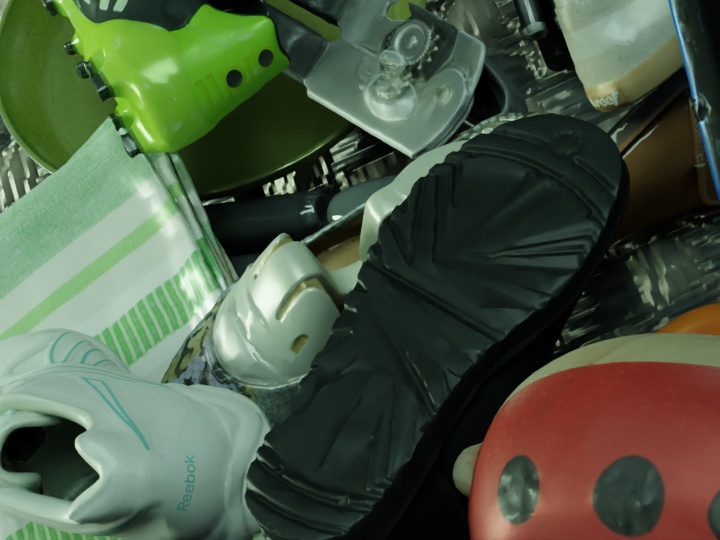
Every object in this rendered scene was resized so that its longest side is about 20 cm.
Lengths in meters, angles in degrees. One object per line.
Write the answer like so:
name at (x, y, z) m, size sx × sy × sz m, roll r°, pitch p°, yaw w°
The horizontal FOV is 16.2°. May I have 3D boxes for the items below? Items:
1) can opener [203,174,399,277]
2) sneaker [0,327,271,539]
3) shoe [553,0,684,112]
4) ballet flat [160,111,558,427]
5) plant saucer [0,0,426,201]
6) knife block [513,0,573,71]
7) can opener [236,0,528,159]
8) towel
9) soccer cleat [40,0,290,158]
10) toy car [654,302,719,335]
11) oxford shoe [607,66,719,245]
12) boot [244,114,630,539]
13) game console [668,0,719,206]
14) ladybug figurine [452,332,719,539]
can opener at (-0.031, -0.014, 1.042) m, size 0.199 × 0.067 × 0.053 m, roll -9°, pitch 55°, yaw 21°
sneaker at (-0.117, 0.059, 0.942) m, size 0.200 × 0.080 × 0.071 m, roll 6°, pitch 91°, yaw 52°
shoe at (0.146, -0.140, 0.994) m, size 0.200 × 0.053 × 0.070 m, roll -43°, pitch 10°, yaw -30°
ballet flat at (0.000, 0.000, 0.939) m, size 0.199 × 0.072 × 0.072 m, roll -31°, pitch 54°, yaw 1°
plant saucer at (-0.064, -0.103, 1.117) m, size 0.198 × 0.031 × 0.201 m, roll -9°, pitch 52°, yaw 12°
knife block at (0.072, -0.179, 1.104) m, size 0.199 × 0.064 × 0.176 m, roll 25°, pitch 69°, yaw 30°
can opener at (-0.012, -0.098, 1.053) m, size 0.200 × 0.067 × 0.054 m, roll 34°, pitch 94°, yaw 43°
towel at (-0.102, 0.051, 1.016) m, size 0.152 × 0.023 × 0.201 m, roll -38°, pitch 61°, yaw 15°
soccer cleat at (-0.085, -0.110, 1.038) m, size 0.081 × 0.068 × 0.200 m, roll -28°, pitch 35°, yaw -6°
toy car at (0.175, 0.076, 0.854) m, size 0.199 × 0.150 × 0.176 m, roll 23°, pitch 69°, yaw 30°
oxford shoe at (0.140, -0.047, 1.001) m, size 0.200 × 0.071 × 0.071 m, roll -40°, pitch 88°, yaw 2°
boot at (0.041, 0.063, 0.903) m, size 0.073 × 0.163 × 0.199 m, roll 23°, pitch 68°, yaw 31°
game console at (0.214, -0.060, 0.888) m, size 0.118 × 0.200 × 0.172 m, roll -11°, pitch 96°, yaw 37°
ladybug figurine at (0.111, 0.092, 0.775) m, size 0.199 × 0.137 × 0.072 m, roll 12°, pitch 26°, yaw 31°
